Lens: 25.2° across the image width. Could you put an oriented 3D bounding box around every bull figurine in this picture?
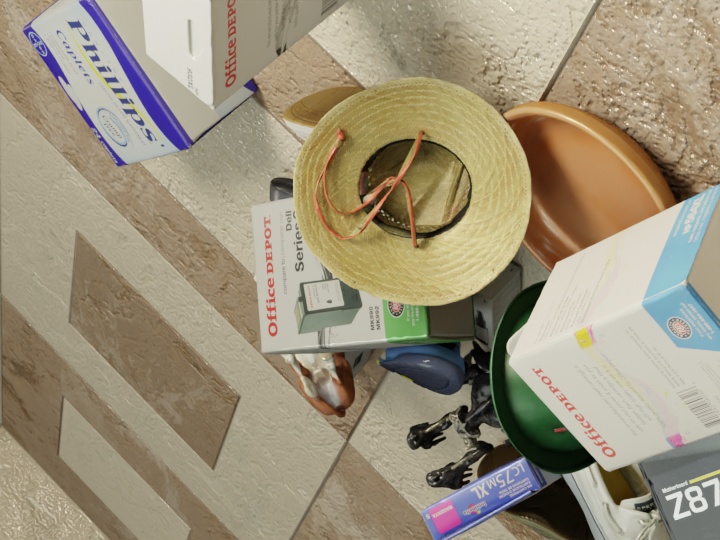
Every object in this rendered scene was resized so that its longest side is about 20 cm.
[{"bbox_3d":[-0.061,0.059,1.682,0.201,0.065,0.122,61,-178,29],"label":"bull figurine"}]

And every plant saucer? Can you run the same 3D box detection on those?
[{"bbox_3d":[0.187,-0.057,1.307,0.199,0.037,0.201,36,152,23],"label":"plant saucer"}]

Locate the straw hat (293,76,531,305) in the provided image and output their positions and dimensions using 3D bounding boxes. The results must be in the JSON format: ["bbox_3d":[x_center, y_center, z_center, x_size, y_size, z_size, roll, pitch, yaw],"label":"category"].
[{"bbox_3d":[0.048,-0.072,1.352,0.201,0.201,0.085,49,-165,-1],"label":"straw hat"}]

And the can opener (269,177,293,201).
[{"bbox_3d":[-0.028,-0.024,1.659,0.199,0.063,0.079,32,154,31],"label":"can opener"}]

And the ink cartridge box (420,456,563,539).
[{"bbox_3d":[0.132,0.214,1.559,0.042,0.119,0.200,62,-163,7],"label":"ink cartridge box"}]

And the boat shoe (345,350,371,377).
[{"bbox_3d":[-0.019,0.064,1.768,0.066,0.072,0.200,42,160,12],"label":"boat shoe"}]

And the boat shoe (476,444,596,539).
[{"bbox_3d":[0.199,0.245,1.667,0.199,0.072,0.065,26,162,48],"label":"boat shoe"}]

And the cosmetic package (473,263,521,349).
[{"bbox_3d":[0.064,-0.010,1.549,0.199,0.051,0.083,34,150,29],"label":"cosmetic package"}]

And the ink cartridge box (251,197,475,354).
[{"bbox_3d":[0.000,0.000,1.485,0.199,0.084,0.148,-8,84,37],"label":"ink cartridge box"}]

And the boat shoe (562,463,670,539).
[{"bbox_3d":[0.267,0.226,1.543,0.203,0.074,0.086,60,150,-3],"label":"boat shoe"}]

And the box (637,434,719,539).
[{"bbox_3d":[0.322,0.159,1.239,0.199,0.049,0.163,-27,83,37],"label":"box"}]

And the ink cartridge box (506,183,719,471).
[{"bbox_3d":[0.220,0.049,1.214,0.199,0.126,0.129,-27,112,43],"label":"ink cartridge box"}]

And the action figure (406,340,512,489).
[{"bbox_3d":[0.129,0.136,1.596,0.119,0.102,0.200,53,135,8],"label":"action figure"}]

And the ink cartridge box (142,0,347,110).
[{"bbox_3d":[-0.076,-0.248,1.268,0.084,0.200,0.146,38,153,19],"label":"ink cartridge box"}]

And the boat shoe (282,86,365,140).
[{"bbox_3d":[0.007,-0.119,1.465,0.199,0.071,0.070,17,138,46],"label":"boat shoe"}]

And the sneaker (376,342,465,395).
[{"bbox_3d":[0.064,0.070,1.570,0.073,0.083,0.200,28,177,-10],"label":"sneaker"}]

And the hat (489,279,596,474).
[{"bbox_3d":[0.234,0.082,1.328,0.175,0.199,0.168,-8,87,48],"label":"hat"}]

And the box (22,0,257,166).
[{"bbox_3d":[-0.232,-0.219,1.666,0.185,0.105,0.199,56,153,-16],"label":"box"}]
